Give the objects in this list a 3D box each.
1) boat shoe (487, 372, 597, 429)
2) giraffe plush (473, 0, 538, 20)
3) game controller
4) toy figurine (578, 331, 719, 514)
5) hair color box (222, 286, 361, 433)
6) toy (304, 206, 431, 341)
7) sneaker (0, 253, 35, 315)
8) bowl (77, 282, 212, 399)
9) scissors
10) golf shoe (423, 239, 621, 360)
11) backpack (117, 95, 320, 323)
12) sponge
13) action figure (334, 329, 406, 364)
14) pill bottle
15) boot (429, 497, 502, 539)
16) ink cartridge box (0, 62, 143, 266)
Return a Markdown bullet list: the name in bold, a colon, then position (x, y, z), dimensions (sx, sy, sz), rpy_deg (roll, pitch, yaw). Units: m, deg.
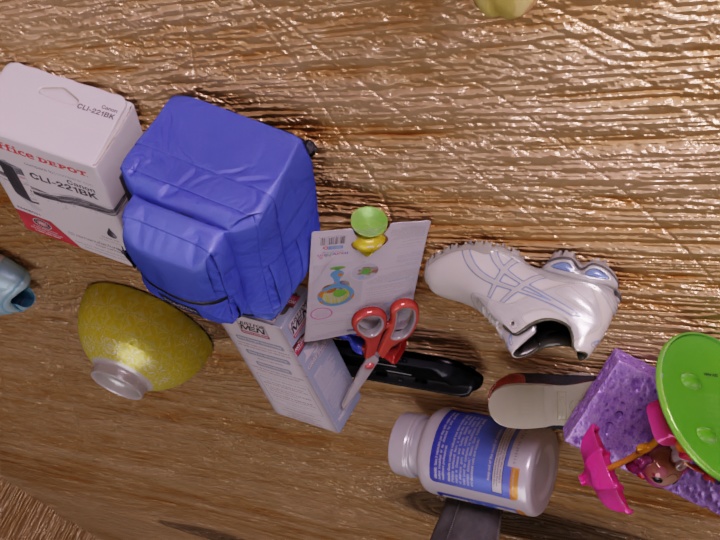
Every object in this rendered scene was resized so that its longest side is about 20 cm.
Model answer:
- **boat shoe**: position (0.238, 0.146, 1.173), dimensions (0.198, 0.072, 0.063), rpy_deg (3, -173, 11)
- **giraffe plush**: position (0.054, -0.236, 0.526), dimensions (0.162, 0.200, 0.173), rpy_deg (42, 124, 14)
- **game controller**: position (0.044, 0.110, 1.275), dimensions (0.199, 0.042, 0.104), rpy_deg (7, 157, 29)
- **toy figurine**: position (0.302, 0.169, 1.043), dimensions (0.199, 0.151, 0.184), rpy_deg (8, 147, -30)
- **hair color box**: position (-0.080, 0.097, 1.239), dimensions (0.098, 0.061, 0.201), rpy_deg (12, 145, 32)
- **toy**: position (0.000, 0.000, 1.090), dimensions (0.114, 0.048, 0.200), rpy_deg (-7, 150, -10)
- **sneaker**: position (-0.522, 0.043, 1.579), dimensions (0.082, 0.074, 0.200), rpy_deg (30, 154, -7)
- **bowl**: position (-0.319, 0.116, 1.513), dimensions (0.199, 0.108, 0.201), rpy_deg (18, 153, 10)
- **scissors**: position (0.020, 0.096, 1.178), dimensions (0.073, 0.014, 0.201), rpy_deg (-8, 142, -13)
- **golf shoe**: position (0.138, 0.031, 1.002), dimensions (0.199, 0.098, 0.078), rpy_deg (6, 151, 34)
- **backpack**: position (-0.134, -0.039, 1.015), dimensions (0.162, 0.168, 0.200), rpy_deg (26, 158, 19)
- **sponge**: position (0.324, 0.170, 1.115), dimensions (0.199, 0.030, 0.112), rpy_deg (25, 113, -4)
- **action figure**: position (-0.041, 0.057, 1.247), dimensions (0.199, 0.052, 0.066), rpy_deg (12, 147, 30)
- **pill bottle**: position (0.140, 0.236, 1.362), dimensions (0.199, 0.113, 0.112), rpy_deg (8, 150, 29)
- **boot**: position (0.119, 0.318, 1.430), dimensions (0.181, 0.201, 0.073), rpy_deg (-2, 148, 41)
- **ink cartridge box**: position (-0.294, -0.105, 1.110), dimensions (0.143, 0.084, 0.200), rpy_deg (19, 153, 11)
